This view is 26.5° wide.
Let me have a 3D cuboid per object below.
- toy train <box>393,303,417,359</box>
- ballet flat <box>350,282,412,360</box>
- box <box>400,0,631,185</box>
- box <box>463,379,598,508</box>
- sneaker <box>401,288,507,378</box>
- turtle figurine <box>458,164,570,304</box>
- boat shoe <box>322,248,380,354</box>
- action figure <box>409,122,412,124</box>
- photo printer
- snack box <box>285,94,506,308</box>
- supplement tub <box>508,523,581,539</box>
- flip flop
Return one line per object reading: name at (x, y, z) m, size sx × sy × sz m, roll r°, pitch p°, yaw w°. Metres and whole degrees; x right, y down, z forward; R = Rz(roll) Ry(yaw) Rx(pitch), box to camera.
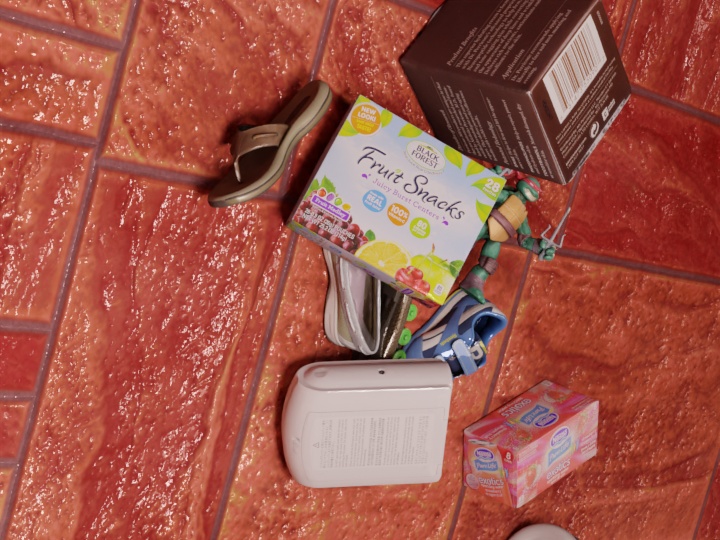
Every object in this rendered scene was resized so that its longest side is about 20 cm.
toy train at (0.046, 0.030, 1.923) m, size 0.056 × 0.042 × 0.201 m, roll 6°, pitch 101°, yaw -40°
ballet flat at (0.031, 0.082, 1.885) m, size 0.046 × 0.067 × 0.201 m, roll 10°, pitch 103°, yaw -35°
box at (0.191, -0.235, 1.851) m, size 0.166 × 0.199 × 0.164 m, roll -53°, pitch 139°, yaw -20°
box at (0.247, 0.248, 2.206) m, size 0.200 × 0.102 × 0.095 m, roll -25°, pitch 124°, yaw -41°
sneaker at (0.115, 0.108, 2.004) m, size 0.200 × 0.082 × 0.074 m, roll -51°, pitch 140°, yaw -22°
turtle figurine at (0.190, -0.062, 2.002) m, size 0.150 × 0.101 × 0.200 m, roll 42°, pitch 85°, yaw -14°
boat shoe at (-0.001, 0.001, 1.832) m, size 0.074 × 0.065 × 0.203 m, roll -16°, pitch 118°, yaw -46°
action figure at (0.044, -0.085, 1.830) m, size 0.099 × 0.065 × 0.201 m, roll 4°, pitch 73°, yaw -26°
photo printer at (0.004, 0.185, 1.843) m, size 0.199 × 0.070 × 0.167 m, roll -2°, pitch 124°, yaw -8°
snack box at (0.040, -0.078, 1.757) m, size 0.199 × 0.068 × 0.169 m, roll 30°, pitch 80°, yaw -8°
supplement tub at (0.310, 0.481, 2.345) m, size 0.200 × 0.145 × 0.146 m, roll 37°, pitch 77°, yaw -50°
flip flop at (-0.104, -0.142, 1.647) m, size 0.200 × 0.081 × 0.058 m, roll -52°, pitch 121°, yaw -23°
